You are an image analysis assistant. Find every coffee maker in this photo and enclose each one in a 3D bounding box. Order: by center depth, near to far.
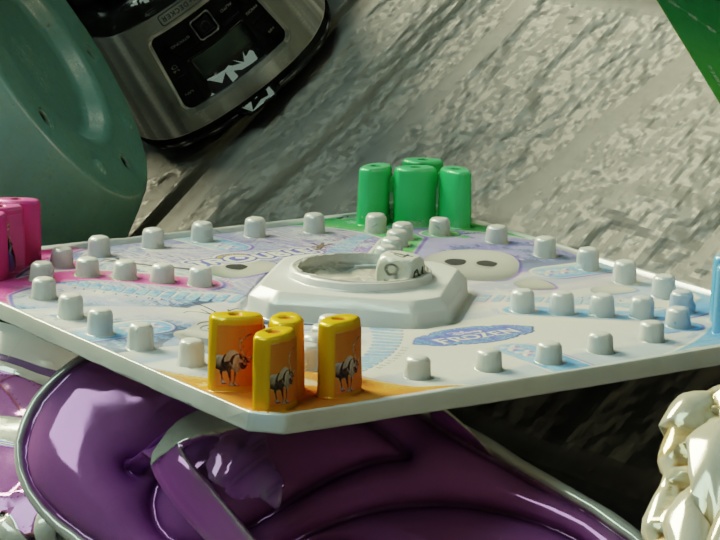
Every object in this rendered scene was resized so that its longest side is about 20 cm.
[{"bbox_3d":[-0.108,-0.172,1.048,0.134,0.200,0.193,-22,37,17],"label":"coffee maker"}]

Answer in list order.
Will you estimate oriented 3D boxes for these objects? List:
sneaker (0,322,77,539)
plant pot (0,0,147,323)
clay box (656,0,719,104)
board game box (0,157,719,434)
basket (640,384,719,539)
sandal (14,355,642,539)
[{"bbox_3d":[-0.077,0.083,0.800,0.200,0.073,0.114,5,45,33],"label":"sneaker"},{"bbox_3d":[-0.174,-0.037,0.934,0.161,0.201,0.201,-32,33,12],"label":"plant pot"},{"bbox_3d":[0.177,-0.112,0.780,0.048,0.115,0.200,12,57,49],"label":"clay box"},{"bbox_3d":[0.000,0.000,0.777,0.199,0.026,0.200,-7,16,-35],"label":"board game box"},{"bbox_3d":[0.151,0.123,0.443,0.160,0.200,0.199,-20,36,35],"label":"basket"},{"bbox_3d":[-0.008,0.060,0.726,0.202,0.050,0.083,16,74,20],"label":"sandal"}]
